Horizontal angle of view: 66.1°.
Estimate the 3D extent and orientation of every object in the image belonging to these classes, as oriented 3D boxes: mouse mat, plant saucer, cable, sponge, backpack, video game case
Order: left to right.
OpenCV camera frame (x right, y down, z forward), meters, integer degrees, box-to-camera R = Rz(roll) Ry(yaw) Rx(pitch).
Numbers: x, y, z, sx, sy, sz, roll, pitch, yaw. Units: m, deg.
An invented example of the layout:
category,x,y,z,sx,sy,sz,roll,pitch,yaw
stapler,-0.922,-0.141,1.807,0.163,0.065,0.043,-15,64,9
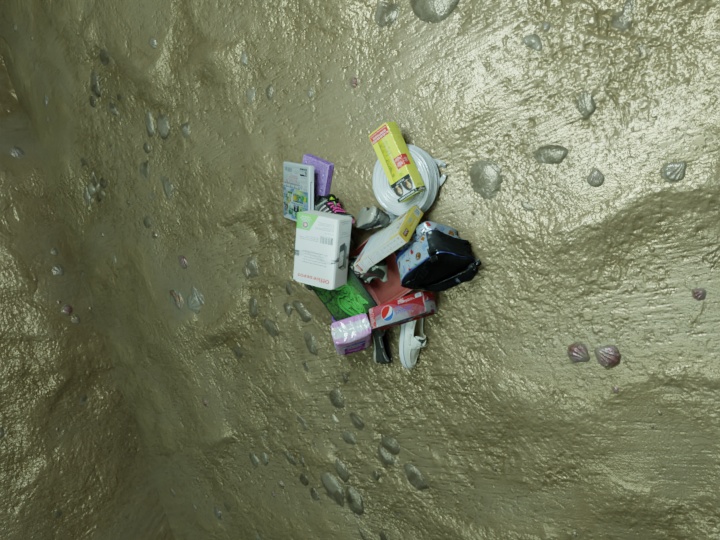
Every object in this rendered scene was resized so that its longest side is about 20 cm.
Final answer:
category,x,y,z,sx,sy,sz,roll,pitch,yaw
video game case,-0.199,-0.249,1.774,0.199,0.022,0.186,24,116,56
sponge,-0.150,-0.262,1.781,0.110,0.030,0.203,28,121,28
mouse mat,-0.058,0.068,1.691,0.160,0.008,0.201,-30,105,29
plant saucer,0.063,0.002,1.690,0.199,0.036,0.202,-38,81,47
cable,0.124,-0.247,1.541,0.199,0.069,0.202,37,123,22
backpack,0.188,-0.031,1.496,0.190,0.197,0.156,-43,46,36

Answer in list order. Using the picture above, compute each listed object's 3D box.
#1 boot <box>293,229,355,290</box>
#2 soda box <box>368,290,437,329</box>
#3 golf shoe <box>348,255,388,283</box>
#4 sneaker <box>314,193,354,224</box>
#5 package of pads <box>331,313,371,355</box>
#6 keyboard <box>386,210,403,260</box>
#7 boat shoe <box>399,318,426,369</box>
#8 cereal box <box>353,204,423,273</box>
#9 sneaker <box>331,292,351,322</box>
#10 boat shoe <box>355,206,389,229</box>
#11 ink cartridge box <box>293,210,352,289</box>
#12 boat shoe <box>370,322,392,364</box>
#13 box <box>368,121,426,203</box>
category,x,y,z,sx,sy,sz,roll,pitch,yaw
boot,-0.104,-0.052,1.736,0.197,0.073,0.185,-18,78,11
soda box,0.121,0.118,1.612,0.198,0.069,0.065,-21,72,34
golf shoe,0.000,0.000,1.672,0.198,0.077,0.090,-6,109,45
sneaker,-0.086,-0.185,1.682,0.199,0.073,0.089,23,111,52
package of pads,-0.028,0.202,1.720,0.200,0.118,0.077,88,167,-71
keyboard,0.102,-0.118,1.645,0.056,0.011,0.204,12,112,35
boat shoe,0.164,0.207,1.673,0.069,0.070,0.204,11,105,37
cereal box,0.076,-0.085,1.517,0.040,0.145,0.199,44,135,-12
sneaker,-0.058,0.109,1.783,0.082,0.082,0.201,66,147,26
boat shoe,0.032,-0.147,1.608,0.056,0.200,0.068,23,87,-13
ink cartridge box,-0.111,-0.062,1.607,0.143,0.084,0.204,13,106,27
boat shoe,0.069,0.209,1.744,0.056,0.067,0.203,5,122,17
box,0.098,-0.288,1.473,0.075,0.050,0.203,-26,85,40
